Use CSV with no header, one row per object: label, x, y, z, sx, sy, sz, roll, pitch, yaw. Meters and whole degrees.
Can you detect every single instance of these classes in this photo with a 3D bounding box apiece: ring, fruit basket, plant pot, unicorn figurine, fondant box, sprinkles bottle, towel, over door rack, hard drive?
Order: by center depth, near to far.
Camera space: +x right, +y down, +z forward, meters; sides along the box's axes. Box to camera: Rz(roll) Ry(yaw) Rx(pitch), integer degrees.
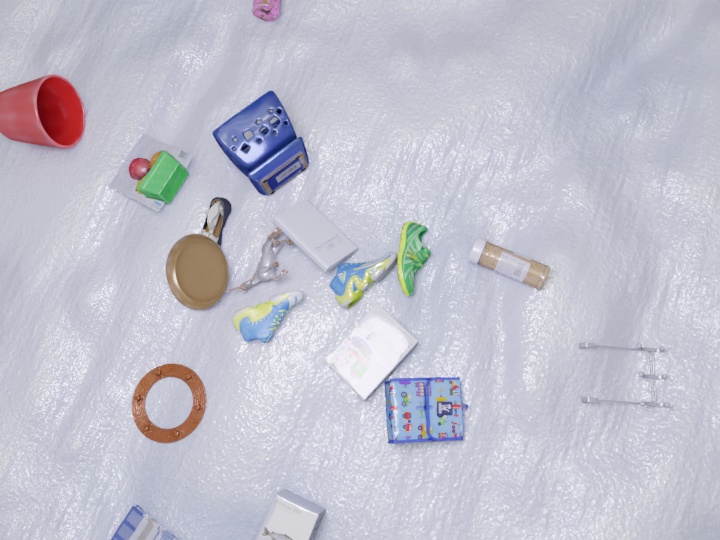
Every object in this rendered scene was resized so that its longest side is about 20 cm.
over door rack,0.638,0.251,1.421,0.198,0.067,0.149,2,75,5
towel,-0.517,0.689,1.433,0.199,0.024,0.147,31,83,14
fondant box,0.028,0.206,1.490,0.144,0.058,0.200,42,82,13
sprinkles bottle,0.378,-0.018,1.511,0.199,0.068,0.069,24,79,10
ring,-0.497,0.341,1.522,0.199,0.019,0.202,-1,77,5
unicorn figurine,-0.248,-0.016,1.557,0.137,0.074,0.201,-16,42,44
hard drive,-0.118,-0.094,1.560,0.200,0.026,0.132,43,47,13
plant pot,-0.429,0.003,1.565,0.198,0.027,0.202,2,96,20
plant pot,-0.251,-0.326,1.582,0.199,0.200,0.180,-36,83,-5
fruit basket,-0.590,-0.277,1.664,0.199,0.094,0.186,24,78,26
plant pot,-0.923,-0.447,1.681,0.176,0.200,0.202,0,75,15

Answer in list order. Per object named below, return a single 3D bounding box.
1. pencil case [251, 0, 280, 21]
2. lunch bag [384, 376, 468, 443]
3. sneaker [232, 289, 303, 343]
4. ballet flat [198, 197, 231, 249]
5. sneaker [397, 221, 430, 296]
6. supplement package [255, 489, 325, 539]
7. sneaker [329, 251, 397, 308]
pencil case,-0.272,-0.851,1.773,0.082,0.086,0.202,13,76,-23
lunch bag,0.165,0.341,1.440,0.198,0.094,0.152,-1,75,-8
sneaker,-0.227,0.125,1.526,0.199,0.076,0.106,-22,85,7
ballet flat,-0.407,-0.110,1.602,0.072,0.073,0.202,14,78,8
sneaker,0.139,-0.033,1.532,0.083,0.074,0.202,4,76,10
supplement package,-0.178,0.632,1.369,0.116,0.117,0.201,21,78,10
sneaker,0.000,0.000,1.535,0.200,0.076,0.105,-42,76,-5
